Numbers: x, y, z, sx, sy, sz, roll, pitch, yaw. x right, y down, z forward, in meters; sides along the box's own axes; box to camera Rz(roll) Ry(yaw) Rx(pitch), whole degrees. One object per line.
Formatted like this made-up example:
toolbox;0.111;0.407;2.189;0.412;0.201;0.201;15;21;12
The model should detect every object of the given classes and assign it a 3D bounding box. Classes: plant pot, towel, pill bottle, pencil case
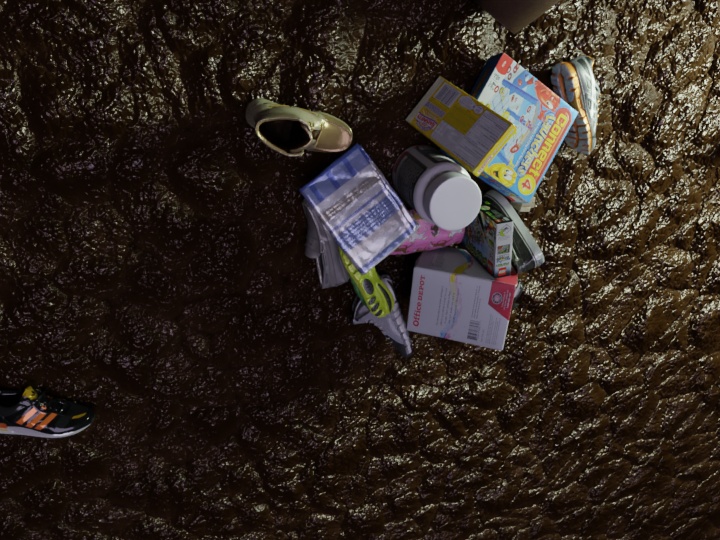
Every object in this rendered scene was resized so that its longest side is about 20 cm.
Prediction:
plant pot;0.286;-0.507;0.894;0.185;0.188;0.201;25;121;-24
towel;0.001;-0.111;0.997;0.146;0.024;0.201;-40;103;-8
pill bottle;0.137;-0.152;0.996;0.112;0.200;0.115;-6;117;-12
pencil case;0.107;-0.083;1.090;0.197;0.087;0.083;-11;141;-11

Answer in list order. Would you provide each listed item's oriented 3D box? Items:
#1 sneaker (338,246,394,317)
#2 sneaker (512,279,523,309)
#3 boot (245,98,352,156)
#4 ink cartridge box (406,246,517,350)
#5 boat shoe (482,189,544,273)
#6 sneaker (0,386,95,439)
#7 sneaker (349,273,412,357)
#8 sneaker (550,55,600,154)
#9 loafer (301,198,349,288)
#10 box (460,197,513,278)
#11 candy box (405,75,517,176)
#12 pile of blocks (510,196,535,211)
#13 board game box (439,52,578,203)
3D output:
sneaker;0.000;0.000;1.071;0.073;0.083;0.202;-26;106;-18
sneaker;0.316;0.016;1.203;0.086;0.074;0.202;-13;120;-12
boot;-0.091;-0.232;0.920;0.198;0.156;0.074;13;110;-23
ink cartridge box;0.206;0.048;1.104;0.197;0.145;0.147;11;115;12
boat shoe;0.285;-0.081;1.078;0.063;0.201;0.071;-25;143;0
sneaker;-0.631;0.272;1.067;0.197;0.070;0.091;6;117;-16
sneaker;0.037;0.112;1.179;0.114;0.075;0.202;-19;109;0
sneaker;0.439;-0.324;1.070;0.077;0.078;0.201;-33;124;-13
loafer;-0.078;-0.050;1.062;0.069;0.070;0.202;-26;120;-11
box;0.234;-0.079;1.058;0.034;0.200;0.111;-10;118;-10
candy box;0.172;-0.259;0.961;0.103;0.200;0.026;-51;143;14
pile of blocks;0.306;-0.190;1.103;0.199;0.062;0.082;33;103;-27
board game box;0.281;-0.264;1.025;0.194;0.056;0.202;28;91;-18
